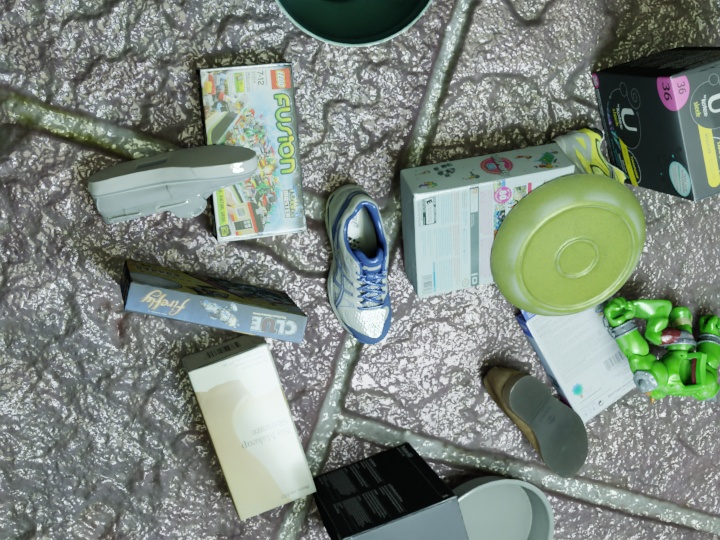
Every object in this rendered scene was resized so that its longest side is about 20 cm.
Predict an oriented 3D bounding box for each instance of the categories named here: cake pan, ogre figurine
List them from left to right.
[{"bbox_3d":[0.157,0.350,1.510,0.200,0.037,0.201,-10,115,-22],"label":"cake pan"},{"bbox_3d":[0.393,0.103,1.483,0.200,0.098,0.120,25,54,-49],"label":"ogre figurine"}]

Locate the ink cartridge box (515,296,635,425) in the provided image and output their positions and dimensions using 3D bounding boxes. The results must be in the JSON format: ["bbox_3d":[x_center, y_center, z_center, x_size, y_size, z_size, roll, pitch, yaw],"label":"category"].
[{"bbox_3d":[0.284,0.086,1.512,0.119,0.042,0.200,-34,110,-7],"label":"ink cartridge box"}]

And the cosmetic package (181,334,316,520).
[{"bbox_3d":[-0.134,0.186,1.408,0.105,0.071,0.200,-21,105,-10],"label":"cosmetic package"}]

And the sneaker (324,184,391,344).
[{"bbox_3d":[0.000,0.000,1.399,0.075,0.088,0.200,-15,105,-13],"label":"sneaker"}]

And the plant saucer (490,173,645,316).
[{"bbox_3d":[0.257,-0.021,1.411,0.200,0.031,0.200,-7,122,-11],"label":"plant saucer"}]

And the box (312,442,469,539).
[{"bbox_3d":[0.032,0.292,1.403,0.141,0.200,0.079,-21,104,-9],"label":"box"}]

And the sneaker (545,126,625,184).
[{"bbox_3d":[0.306,-0.087,1.466,0.076,0.075,0.200,-30,107,-5],"label":"sneaker"}]

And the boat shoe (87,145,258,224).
[{"bbox_3d":[-0.208,-0.092,1.318,0.200,0.072,0.069,-11,116,5],"label":"boat shoe"}]

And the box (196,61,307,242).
[{"bbox_3d":[-0.126,-0.140,1.366,0.110,0.035,0.200,-8,102,-13],"label":"box"}]

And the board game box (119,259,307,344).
[{"bbox_3d":[-0.171,0.035,1.337,0.200,0.135,0.035,12,98,-16],"label":"board game box"}]

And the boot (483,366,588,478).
[{"bbox_3d":[0.229,0.191,1.510,0.074,0.075,0.200,-46,122,-13],"label":"boot"}]

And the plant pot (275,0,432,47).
[{"bbox_3d":[-0.017,-0.355,1.297,0.200,0.134,0.201,-3,106,-10],"label":"plant pot"}]

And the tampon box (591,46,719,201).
[{"bbox_3d":[0.390,-0.182,1.403,0.126,0.200,0.150,-19,104,-10],"label":"tampon box"}]

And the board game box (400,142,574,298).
[{"bbox_3d":[0.153,-0.061,1.414,0.200,0.064,0.148,-10,125,-10],"label":"board game box"}]
